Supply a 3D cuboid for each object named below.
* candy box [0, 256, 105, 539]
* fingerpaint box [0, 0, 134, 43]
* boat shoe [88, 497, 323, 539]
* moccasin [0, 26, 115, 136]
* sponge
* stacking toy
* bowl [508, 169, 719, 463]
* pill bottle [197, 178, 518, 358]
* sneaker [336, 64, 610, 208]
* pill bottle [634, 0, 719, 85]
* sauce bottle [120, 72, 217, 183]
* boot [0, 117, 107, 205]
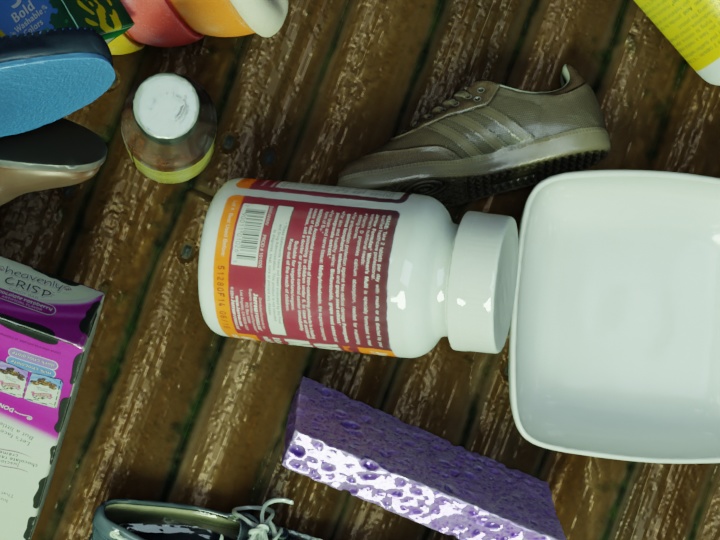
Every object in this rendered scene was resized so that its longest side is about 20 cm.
[{"bbox_3d":[-0.256,0.080,1.075,0.136,0.061,0.201,20,127,-5],"label":"candy box"},{"bbox_3d":[-0.278,-0.173,1.083,0.199,0.073,0.167,-31,92,24],"label":"fingerpaint box"},{"bbox_3d":[-0.087,0.194,1.136,0.199,0.075,0.062,11,124,1],"label":"boat shoe"},{"bbox_3d":[-0.249,-0.120,0.988,0.199,0.081,0.069,-12,62,-4],"label":"moccasin"},{"bbox_3d":[0.043,0.140,1.132,0.199,0.112,0.030,23,104,-5],"label":"sponge"},{"bbox_3d":[-0.162,-0.198,1.129,0.199,0.146,0.147,-21,91,13],"label":"stacking toy"},{"bbox_3d":[0.200,0.032,1.168,0.199,0.075,0.201,4,89,-5],"label":"bowl"},{"bbox_3d":[0.000,0.000,1.105,0.199,0.110,0.110,6,88,14],"label":"pill bottle"},{"bbox_3d":[0.074,-0.093,1.172,0.199,0.070,0.076,-11,71,-9],"label":"sneaker"},{"bbox_3d":[0.256,-0.201,1.158,0.111,0.111,0.200,-41,93,-5],"label":"pill bottle"},{"bbox_3d":[-0.124,-0.094,1.076,0.066,0.200,0.066,0,90,-7],"label":"sauce bottle"},{"bbox_3d":[-0.242,-0.003,1.081,0.185,0.064,0.201,4,123,13],"label":"boot"}]
